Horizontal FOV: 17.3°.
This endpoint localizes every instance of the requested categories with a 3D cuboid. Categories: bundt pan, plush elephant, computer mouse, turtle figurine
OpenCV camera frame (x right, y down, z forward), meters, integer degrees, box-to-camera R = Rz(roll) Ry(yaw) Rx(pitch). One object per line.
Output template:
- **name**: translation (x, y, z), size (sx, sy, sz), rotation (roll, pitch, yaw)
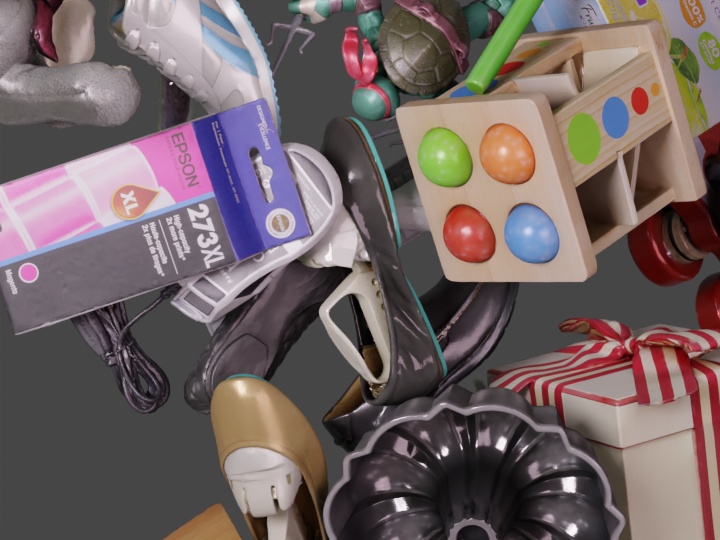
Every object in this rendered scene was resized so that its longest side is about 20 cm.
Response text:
- **bundt pan**: translation (0.078, 0.161, 1.583), size (0.202, 0.076, 0.202), rotation (3, 114, 7)
- **plush elephant**: translation (-0.216, -0.171, 1.455), size (0.165, 0.200, 0.155), rotation (44, 50, -25)
- **computer mouse**: translation (-0.094, -0.005, 1.543), size (0.200, 0.044, 0.110), rotation (-36, 85, 5)
- **turtle figurine**: translation (0.035, -0.154, 1.621), size (0.200, 0.101, 0.150), rotation (-48, 118, -26)

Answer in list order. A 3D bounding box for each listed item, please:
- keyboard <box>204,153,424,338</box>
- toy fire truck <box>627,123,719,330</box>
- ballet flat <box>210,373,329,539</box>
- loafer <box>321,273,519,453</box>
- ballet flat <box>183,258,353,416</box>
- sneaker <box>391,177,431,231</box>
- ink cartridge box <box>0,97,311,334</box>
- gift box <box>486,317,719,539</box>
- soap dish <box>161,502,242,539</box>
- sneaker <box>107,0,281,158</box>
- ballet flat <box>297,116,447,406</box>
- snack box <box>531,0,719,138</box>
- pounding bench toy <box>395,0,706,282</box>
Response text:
- **keyboard**: translation (-0.026, -0.011, 1.642), size (0.200, 0.011, 0.056), rotation (-34, 108, -22)
- **toy fire truck**: translation (0.298, -0.044, 1.776), size (0.200, 0.112, 0.168), rotation (45, 47, -22)
- **ballet flat**: translation (-0.051, 0.153, 1.568), size (0.063, 0.069, 0.200), rotation (-81, 157, -44)
- **loafer**: translation (0.047, 0.047, 1.654), size (0.072, 0.073, 0.200), rotation (33, 77, -22)
- **ballet flat**: translation (-0.055, 0.015, 1.604), size (0.066, 0.057, 0.200), rotation (49, 66, -23)
- **sneaker**: translation (0.086, -0.080, 1.658), size (0.200, 0.075, 0.089), rotation (-18, 108, -41)
- **ink cartridge box**: translation (-0.140, -0.034, 1.505), size (0.200, 0.037, 0.095), rotation (-18, 95, 4)
- **gift box**: translation (0.198, 0.132, 1.677), size (0.200, 0.184, 0.187), rotation (-13, 102, -34)
- **soap dish**: translation (-0.106, 0.282, 1.578), size (0.157, 0.081, 0.200), rotation (-32, 109, -23)
- **sneaker**: translation (-0.117, -0.155, 1.553), size (0.081, 0.077, 0.200), rotation (-29, 101, -15)
- **ballet flat**: translation (0.000, 0.000, 1.569), size (0.068, 0.068, 0.200), rotation (-25, 102, -25)
- **snack box**: translation (0.214, -0.181, 1.679), size (0.200, 0.068, 0.169), rotation (-32, 97, -46)
- **pounding bench toy**: translation (0.109, -0.108, 1.546), size (0.156, 0.124, 0.200), rotation (-33, 112, -40)
